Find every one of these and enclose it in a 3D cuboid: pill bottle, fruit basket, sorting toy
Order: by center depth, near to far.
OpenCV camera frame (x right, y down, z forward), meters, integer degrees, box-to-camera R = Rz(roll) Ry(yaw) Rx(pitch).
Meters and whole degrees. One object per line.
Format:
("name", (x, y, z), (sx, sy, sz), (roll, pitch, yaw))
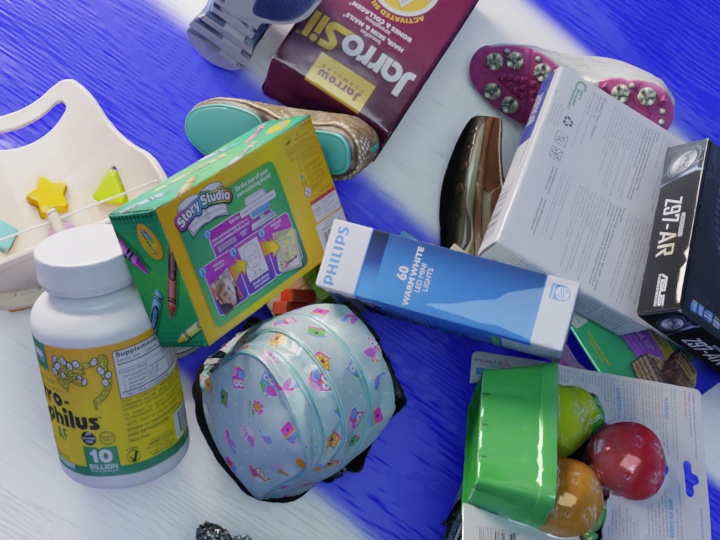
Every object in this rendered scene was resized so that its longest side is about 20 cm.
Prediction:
("fruit basket", (0.180, 0.158, 1.069), (0.200, 0.094, 0.186), (13, 51, -9))
("pill bottle", (-0.209, 0.069, 1.101), (0.113, 0.113, 0.200), (-10, 115, -10))
("sorting toy", (-0.279, -0.075, 1.176), (0.200, 0.107, 0.180), (-22, 76, -11))

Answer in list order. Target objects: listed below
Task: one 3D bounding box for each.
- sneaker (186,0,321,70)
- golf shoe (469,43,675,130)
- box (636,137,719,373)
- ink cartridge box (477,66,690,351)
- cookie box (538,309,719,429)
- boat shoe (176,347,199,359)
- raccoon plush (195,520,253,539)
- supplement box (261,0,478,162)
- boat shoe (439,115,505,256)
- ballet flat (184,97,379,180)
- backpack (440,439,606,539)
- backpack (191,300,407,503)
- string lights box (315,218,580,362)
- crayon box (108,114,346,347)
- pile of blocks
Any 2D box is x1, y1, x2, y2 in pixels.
("sneaker", (-0.082, -0.268, 1.196), (0.080, 0.199, 0.115), (35, 63, -18))
("golf shoe", (0.204, -0.174, 1.277), (0.200, 0.092, 0.075), (19, 118, 14))
("box", (0.323, 0.005, 1.144), (0.200, 0.043, 0.161), (32, 63, -34))
("ink cartridge box", (0.221, -0.050, 1.166), (0.200, 0.043, 0.197), (30, 62, -12))
("cookie box", (0.259, 0.042, 1.210), (0.200, 0.075, 0.171), (-30, 84, -28))
("boat shoe", (-0.119, -0.005, 1.184), (0.075, 0.086, 0.202), (44, 76, 2))
("raccoon plush", (-0.065, 0.260, 1.092), (0.134, 0.200, 0.097), (35, 58, -21))
("supplement box", (0.017, -0.225, 1.237), (0.131, 0.103, 0.200), (32, 77, -2))
("boat shoe", (0.115, -0.041, 1.236), (0.074, 0.076, 0.201), (8, 87, -13))
("ballet flat", (-0.068, -0.119, 1.206), (0.200, 0.065, 0.071), (17, 114, 32))
("backpack", (0.155, 0.238, 1.141), (0.177, 0.151, 0.200), (20, 70, -2))
("backpack", (-0.054, 0.111, 1.105), (0.127, 0.200, 0.167), (-34, 89, -35))
("string lights box", (0.073, 0.019, 1.078), (0.200, 0.103, 0.059), (15, 84, 9))
("crayon box", (-0.100, -0.035, 1.092), (0.200, 0.058, 0.119), (-37, 115, -44))
("pile of blocks", (0.000, 0.000, 1.178), (0.200, 0.062, 0.082), (-14, 83, 11))
